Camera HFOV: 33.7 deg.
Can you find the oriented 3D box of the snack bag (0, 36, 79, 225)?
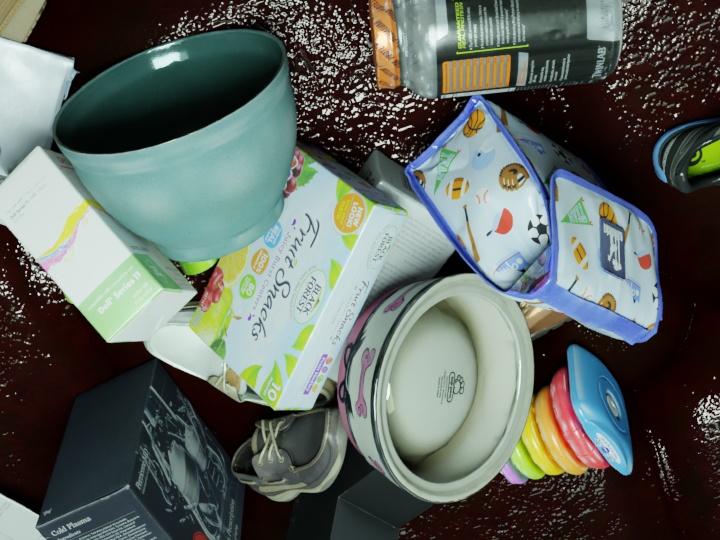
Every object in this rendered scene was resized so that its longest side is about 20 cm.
[{"bbox_3d":[-0.367,-0.131,1.055,0.198,0.021,0.190,17,116,-12],"label":"snack bag"}]

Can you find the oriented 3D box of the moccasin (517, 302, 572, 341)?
[{"bbox_3d":[0.135,0.045,1.153,0.200,0.074,0.078,-32,102,18],"label":"moccasin"}]

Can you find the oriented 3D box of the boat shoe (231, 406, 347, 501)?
[{"bbox_3d":[-0.074,0.182,1.171,0.073,0.075,0.200,15,148,-21],"label":"boat shoe"}]

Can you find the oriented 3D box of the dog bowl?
[{"bbox_3d":[0.063,0.099,1.054,0.199,0.073,0.203,-6,99,-41],"label":"dog bowl"}]

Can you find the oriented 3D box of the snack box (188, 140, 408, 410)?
[{"bbox_3d":[-0.059,0.002,1.056,0.053,0.142,0.202,9,112,-50],"label":"snack box"}]

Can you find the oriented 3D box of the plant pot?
[{"bbox_3d":[-0.137,-0.094,0.991,0.198,0.201,0.135,-15,123,5],"label":"plant pot"}]

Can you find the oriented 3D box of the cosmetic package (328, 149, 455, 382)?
[{"bbox_3d":[0.000,0.000,1.119,0.101,0.071,0.201,30,113,-19],"label":"cosmetic package"}]

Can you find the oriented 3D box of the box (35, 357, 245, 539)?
[{"bbox_3d":[-0.204,0.225,1.160,0.103,0.201,0.183,-26,118,13],"label":"box"}]

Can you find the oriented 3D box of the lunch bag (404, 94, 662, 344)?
[{"bbox_3d":[0.159,-0.033,1.010,0.169,0.201,0.124,22,120,-41],"label":"lunch bag"}]

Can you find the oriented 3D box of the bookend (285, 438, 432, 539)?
[{"bbox_3d":[0.015,0.237,1.150,0.092,0.200,0.200,30,132,-18],"label":"bookend"}]

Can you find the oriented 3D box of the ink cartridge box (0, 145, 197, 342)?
[{"bbox_3d":[-0.239,-0.035,1.014,0.067,0.117,0.200,-43,84,3],"label":"ink cartridge box"}]

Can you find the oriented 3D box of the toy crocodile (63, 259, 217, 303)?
[{"bbox_3d":[-0.193,-0.021,1.110,0.198,0.062,0.068,-27,117,7],"label":"toy crocodile"}]

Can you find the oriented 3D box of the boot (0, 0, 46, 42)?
[{"bbox_3d":[-0.303,-0.291,0.940,0.165,0.073,0.200,29,118,-20],"label":"boot"}]

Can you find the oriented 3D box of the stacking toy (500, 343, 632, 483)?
[{"bbox_3d":[0.171,0.175,1.221,0.199,0.110,0.116,-27,120,24],"label":"stacking toy"}]

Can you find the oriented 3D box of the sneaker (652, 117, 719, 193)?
[{"bbox_3d":[0.363,-0.118,1.067,0.198,0.083,0.071,-23,118,9],"label":"sneaker"}]

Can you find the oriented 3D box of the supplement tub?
[{"bbox_3d":[0.107,-0.208,0.980,0.197,0.123,0.124,-5,120,-1],"label":"supplement tub"}]

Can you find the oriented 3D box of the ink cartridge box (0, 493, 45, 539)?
[{"bbox_3d":[-0.382,0.324,1.294,0.176,0.045,0.200,37,111,-21],"label":"ink cartridge box"}]

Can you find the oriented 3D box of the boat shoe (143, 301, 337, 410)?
[{"bbox_3d":[-0.116,0.085,1.162,0.198,0.069,0.075,12,118,-9],"label":"boat shoe"}]
